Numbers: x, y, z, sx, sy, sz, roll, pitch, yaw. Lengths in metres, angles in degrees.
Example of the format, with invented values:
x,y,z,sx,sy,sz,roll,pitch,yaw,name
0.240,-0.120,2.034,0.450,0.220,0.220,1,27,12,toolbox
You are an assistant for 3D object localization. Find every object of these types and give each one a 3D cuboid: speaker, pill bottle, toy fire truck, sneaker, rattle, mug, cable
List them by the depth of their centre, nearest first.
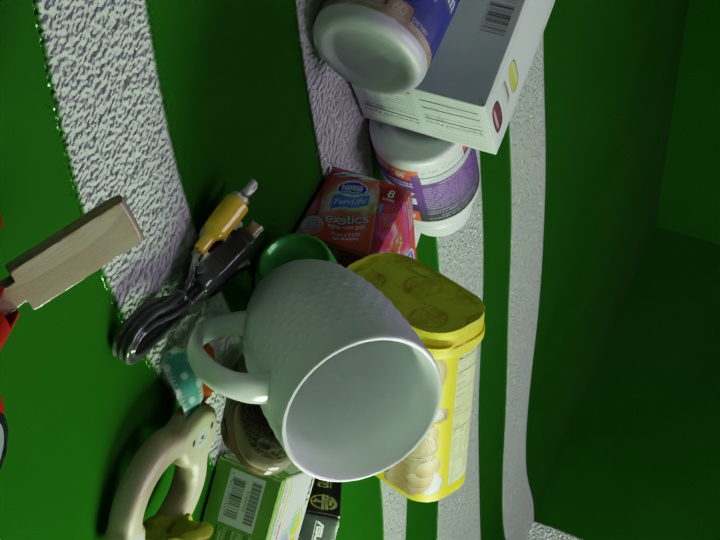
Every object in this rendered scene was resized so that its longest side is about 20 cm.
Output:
x,y,z,sx,sy,sz,roll,pitch,yaw,name
-0.223,0.004,0.837,0.201,0.127,0.177,-72,166,-44,toy fire truck
-0.149,0.010,1.204,0.200,0.050,0.097,-46,167,-32,cable
-0.129,0.175,1.237,0.130,0.142,0.202,38,76,-52,rattle
-0.052,0.073,1.242,0.198,0.176,0.149,-1,121,-25,mug
-0.093,0.146,1.319,0.200,0.070,0.076,-95,-151,-67,sneaker
0.042,-0.277,1.355,0.116,0.115,0.201,75,36,-60,pill bottle
-0.053,0.052,1.424,0.201,0.088,0.089,82,31,-54,speaker
0.077,-0.120,1.613,0.200,0.110,0.112,69,42,-63,pill bottle

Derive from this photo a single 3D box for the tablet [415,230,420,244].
x,y,z,sx,sy,sz,roll,pitch,yaw,name
0.065,-0.078,1.776,0.130,0.014,0.202,32,76,-72,tablet

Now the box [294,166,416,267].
x,y,z,sx,sy,sz,roll,pitch,yaw,name
0.000,0.000,1.517,0.201,0.094,0.100,83,29,-52,box

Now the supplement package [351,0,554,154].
x,y,z,sx,sy,sz,roll,pitch,yaw,name
0.098,-0.248,1.483,0.111,0.154,0.202,61,49,-67,supplement package

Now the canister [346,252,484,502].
x,y,z,sx,sy,sz,roll,pitch,yaw,name
0.046,0.105,1.381,0.086,0.148,0.202,-24,130,-36,canister

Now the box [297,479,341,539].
x,y,z,sx,sy,sz,roll,pitch,yaw,name
-0.060,0.316,1.621,0.162,0.048,0.202,-92,-167,-68,box

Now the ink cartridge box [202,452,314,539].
x,y,z,sx,sy,sz,roll,pitch,yaw,name
-0.095,0.262,1.508,0.200,0.075,0.150,-1,107,-70,ink cartridge box
